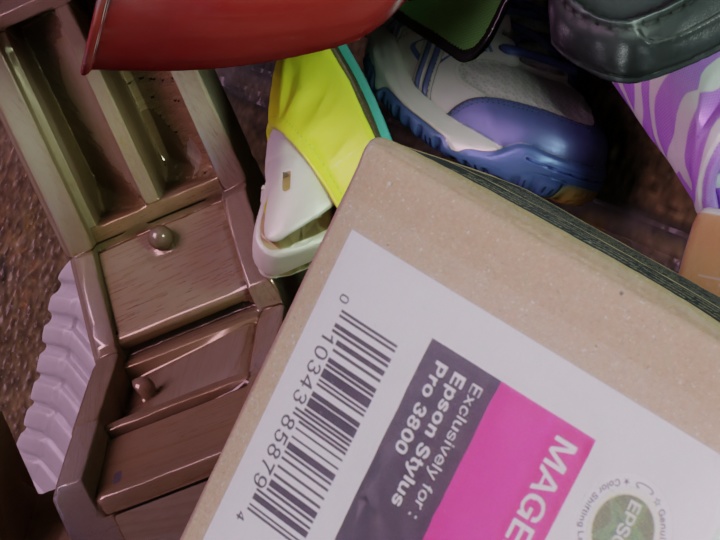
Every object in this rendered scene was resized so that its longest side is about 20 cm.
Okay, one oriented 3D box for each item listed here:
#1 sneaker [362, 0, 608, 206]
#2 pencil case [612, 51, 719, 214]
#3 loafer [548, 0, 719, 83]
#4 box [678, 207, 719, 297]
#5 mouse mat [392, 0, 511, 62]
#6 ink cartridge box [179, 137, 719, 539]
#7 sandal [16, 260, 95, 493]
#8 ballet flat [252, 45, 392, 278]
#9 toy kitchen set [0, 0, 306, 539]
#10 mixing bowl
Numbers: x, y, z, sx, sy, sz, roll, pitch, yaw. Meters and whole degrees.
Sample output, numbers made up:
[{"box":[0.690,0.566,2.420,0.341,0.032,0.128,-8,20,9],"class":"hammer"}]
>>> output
[{"box":[0.043,-0.104,0.971,0.088,0.075,0.200,-56,40,19],"class":"sneaker"},{"box":[0.116,-0.094,0.876,0.085,0.084,0.200,-24,49,-1],"class":"pencil case"},{"box":[0.127,-0.138,0.806,0.068,0.071,0.201,33,65,27],"class":"loafer"},{"box":[0.152,0.099,0.725,0.152,0.106,0.201,12,85,53],"class":"box"},{"box":[0.035,-0.172,0.945,0.162,0.008,0.200,-65,30,10],"class":"mouse mat"},{"box":[0.034,0.088,0.702,0.164,0.075,0.201,31,99,40],"class":"ink cartridge box"},{"box":[-0.111,0.088,1.112,0.082,0.050,0.204,33,114,37],"class":"sandal"},{"box":[0.000,0.000,0.932,0.201,0.067,0.067,62,168,14],"class":"ballet flat"},{"box":[-0.121,0.009,0.948,0.162,0.181,0.200,-21,17,7],"class":"toy kitchen set"},{"box":[-0.022,-0.152,0.885,0.200,0.108,0.201,-166,90,-83],"class":"mixing bowl"}]
